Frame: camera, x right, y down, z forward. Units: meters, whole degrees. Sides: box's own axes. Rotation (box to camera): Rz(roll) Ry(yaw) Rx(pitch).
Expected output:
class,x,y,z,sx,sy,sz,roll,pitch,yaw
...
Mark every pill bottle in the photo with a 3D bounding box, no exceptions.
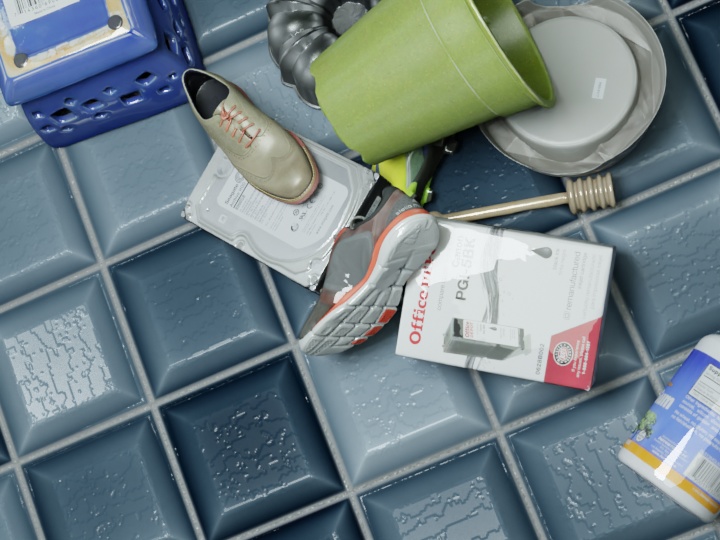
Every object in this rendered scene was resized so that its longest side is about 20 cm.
class,x,y,z,sx,sy,sz,roll,pitch,yaw
pill bottle,0.349,0.133,1.384,0.112,0.112,0.200,36,89,13

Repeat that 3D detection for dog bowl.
class,x,y,z,sx,sy,sz,roll,pitch,yaw
dog bowl,0.214,-0.187,1.474,0.200,0.059,0.200,-4,75,14

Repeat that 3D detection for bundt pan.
class,x,y,z,sx,sy,sz,roll,pitch,yaw
bundt pan,-0.010,-0.270,1.531,0.202,0.076,0.202,-2,81,10

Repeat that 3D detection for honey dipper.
class,x,y,z,sx,sy,sz,roll,pitch,yaw
honey dipper,0.163,-0.068,1.488,0.200,0.038,0.038,-9,80,11

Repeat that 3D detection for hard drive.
class,x,y,z,sx,sy,sz,roll,pitch,yaw
hard drive,-0.081,-0.074,1.503,0.200,0.038,0.140,29,88,33

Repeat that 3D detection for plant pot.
class,x,y,z,sx,sy,sz,roll,pitch,yaw
plant pot,-0.300,-0.266,1.531,0.200,0.180,0.200,-20,79,7
plant pot,0.059,-0.200,1.404,0.190,0.200,0.200,-29,77,19

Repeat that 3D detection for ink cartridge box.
class,x,y,z,sx,sy,sz,roll,pitch,yaw
ink cartridge box,0.146,0.031,1.442,0.200,0.083,0.147,9,94,12

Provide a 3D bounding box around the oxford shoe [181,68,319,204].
class,x,y,z,sx,sy,sz,roll,pitch,yaw
oxford shoe,-0.121,-0.138,1.479,0.200,0.075,0.070,42,95,32

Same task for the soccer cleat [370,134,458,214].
class,x,y,z,sx,sy,sz,roll,pitch,yaw
soccer cleat,0.037,-0.103,1.509,0.084,0.065,0.200,27,87,28

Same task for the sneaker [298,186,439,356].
class,x,y,z,sx,sy,sz,roll,pitch,yaw
sneaker,0.000,0.000,1.423,0.200,0.077,0.082,-50,52,22
